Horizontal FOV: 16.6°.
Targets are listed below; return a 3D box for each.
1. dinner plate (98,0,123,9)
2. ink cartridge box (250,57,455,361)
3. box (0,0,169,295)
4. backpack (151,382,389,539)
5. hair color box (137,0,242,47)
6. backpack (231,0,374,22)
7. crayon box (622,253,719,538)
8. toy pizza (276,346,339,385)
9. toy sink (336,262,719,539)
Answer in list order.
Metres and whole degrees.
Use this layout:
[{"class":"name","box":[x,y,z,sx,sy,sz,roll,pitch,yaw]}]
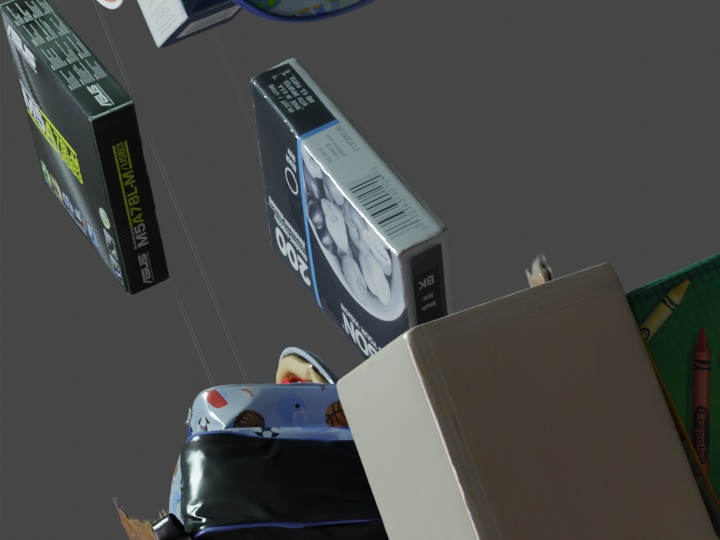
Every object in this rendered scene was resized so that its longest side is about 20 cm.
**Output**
[{"class":"dinner plate","box":[-0.207,-0.290,1.818,0.200,0.024,0.200,55,159,32]},{"class":"ink cartridge box","box":[0.000,0.000,1.537,0.198,0.043,0.200,50,157,43]},{"class":"box","box":[-0.234,-0.109,2.094,0.200,0.047,0.193,49,158,43]},{"class":"backpack","box":[-0.048,0.163,1.653,0.191,0.199,0.154,110,162,-56]},{"class":"hair color box","box":[-0.134,-0.252,1.580,0.200,0.060,0.100,67,163,-1]},{"class":"backpack","box":[-0.026,-0.216,1.095,0.147,0.183,0.200,40,154,58]},{"class":"crayon box","box":[0.140,0.073,1.178,0.119,0.058,0.200,65,163,5]},{"class":"toy pizza","box":[-0.020,0.152,1.812,0.200,0.032,0.200,56,160,32]},{"class":"toy sink","box":[0.086,0.115,1.107,0.130,0.112,0.200,137,114,-71]}]
